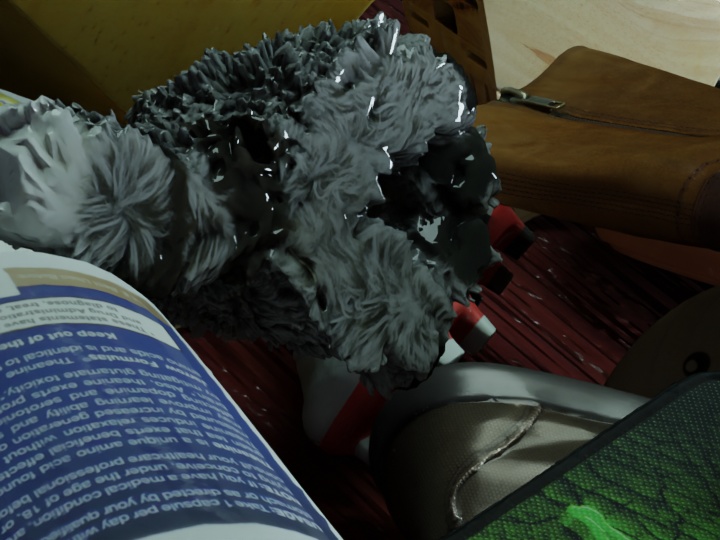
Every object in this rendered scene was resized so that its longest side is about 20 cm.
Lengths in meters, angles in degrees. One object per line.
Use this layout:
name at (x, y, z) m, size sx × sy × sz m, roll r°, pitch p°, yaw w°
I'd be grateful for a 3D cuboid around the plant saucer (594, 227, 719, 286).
plant saucer at (0.172, -0.002, 1.081) m, size 0.200 × 0.032 × 0.200 m, roll 14°, pitch 4°, yaw -1°

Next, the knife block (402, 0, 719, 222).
knife block at (0.107, -0.103, 1.155) m, size 0.175 × 0.200 × 0.064 m, roll -28°, pitch 40°, yaw -21°

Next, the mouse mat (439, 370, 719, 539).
mouse mat at (0.117, 0.108, 0.743) m, size 0.200 × 0.008 × 0.161 m, roll 37°, pitch 47°, yaw 26°

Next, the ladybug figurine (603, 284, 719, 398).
ladybug figurine at (0.177, 0.050, 0.947) m, size 0.199 × 0.072 × 0.136 m, roll 12°, pitch 21°, yaw -14°

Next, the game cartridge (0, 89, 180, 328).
game cartridge at (-0.135, -0.034, 0.978) m, size 0.200 × 0.033 × 0.176 m, roll 29°, pitch 23°, yaw 26°

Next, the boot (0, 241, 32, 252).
boot at (-0.159, -0.024, 0.854) m, size 0.199 × 0.073 × 0.090 m, roll 18°, pitch 35°, yaw 4°

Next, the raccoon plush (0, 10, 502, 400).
raccoon plush at (-0.058, -0.030, 0.790) m, size 0.134 × 0.097 × 0.200 m, roll 4°, pitch -14°, yaw 43°

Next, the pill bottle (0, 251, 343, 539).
pill bottle at (-0.051, 0.085, 0.621) m, size 0.111 × 0.111 × 0.200 m, roll 5°, pitch 23°, yaw -29°

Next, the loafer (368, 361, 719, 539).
loafer at (0.100, 0.081, 0.833) m, size 0.199 × 0.073 × 0.071 m, roll 6°, pitch 42°, yaw -6°

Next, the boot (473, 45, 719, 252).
boot at (0.099, -0.020, 0.865) m, size 0.200 × 0.069 × 0.188 m, roll 19°, pitch 33°, yaw 29°

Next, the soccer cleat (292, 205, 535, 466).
soccer cleat at (0.000, 0.000, 0.922) m, size 0.085 × 0.069 × 0.200 m, roll 37°, pitch 21°, yaw -1°

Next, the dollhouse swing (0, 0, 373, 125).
dollhouse swing at (-0.113, -0.151, 0.935) m, size 0.176 × 0.182 × 0.200 m, roll 41°, pitch -2°, yaw 45°
